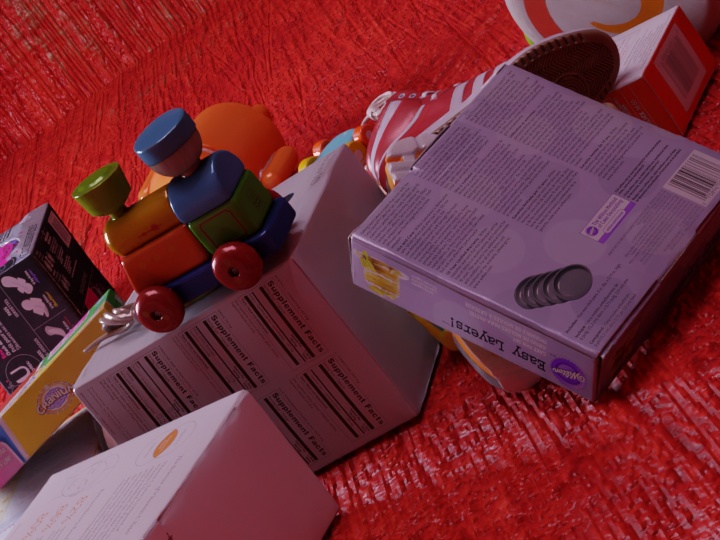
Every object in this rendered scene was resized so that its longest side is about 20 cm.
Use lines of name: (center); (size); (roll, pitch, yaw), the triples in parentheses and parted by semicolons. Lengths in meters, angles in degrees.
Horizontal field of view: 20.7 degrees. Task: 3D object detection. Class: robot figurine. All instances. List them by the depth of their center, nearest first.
robot figurine: (-0.148, -0.097, 2.042); (0.200, 0.144, 0.117); (-59, -6, -52)

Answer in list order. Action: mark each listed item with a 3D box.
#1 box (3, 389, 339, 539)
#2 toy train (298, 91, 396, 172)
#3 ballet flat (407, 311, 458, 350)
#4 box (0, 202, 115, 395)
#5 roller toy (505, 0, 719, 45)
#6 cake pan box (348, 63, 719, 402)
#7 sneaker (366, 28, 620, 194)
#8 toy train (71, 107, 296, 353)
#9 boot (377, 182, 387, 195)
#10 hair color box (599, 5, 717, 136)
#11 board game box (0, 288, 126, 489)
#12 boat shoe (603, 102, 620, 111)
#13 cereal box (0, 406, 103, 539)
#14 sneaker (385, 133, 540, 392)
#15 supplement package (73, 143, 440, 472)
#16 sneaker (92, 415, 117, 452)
box: (-0.139, 0.188, 1.265); (0.200, 0.106, 0.152); (-25, 20, 37)
toy train: (0.014, -0.094, 1.816); (0.150, 0.056, 0.200); (-34, 20, 7)
ballet flat: (0.073, -0.014, 1.423); (0.200, 0.067, 0.067); (-67, 3, -57)
box: (-0.345, 0.031, 2.069); (0.115, 0.132, 0.200); (-34, 16, 6)
roller toy: (0.213, -0.265, 1.593); (0.200, 0.182, 0.140); (-6, 46, 25)
cake pan box: (0.121, -0.032, 1.243); (0.184, 0.052, 0.200); (26, 55, 22)
sneaker: (0.091, -0.120, 1.465); (0.200, 0.071, 0.112); (-34, 21, -10)
toy train: (-0.152, -0.021, 1.323); (0.200, 0.116, 0.085); (-28, 22, 29)
boot: (0.010, -0.032, 1.616); (0.200, 0.077, 0.155); (-21, 27, 26)
hair color box: (0.170, -0.119, 1.539); (0.200, 0.064, 0.111); (-22, 24, 38)
board game box: (-0.262, 0.108, 1.630); (0.200, 0.040, 0.153); (-47, 7, -1)
boat shoe: (0.142, -0.042, 1.383); (0.071, 0.065, 0.200); (-21, 23, 44)
cereal box: (-0.259, 0.185, 1.641); (0.144, 0.040, 0.200); (-33, 17, 15)
sneaker: (0.071, 0.002, 1.307); (0.078, 0.077, 0.200); (-11, 54, -16)
supplement package: (-0.064, 0.047, 1.419); (0.200, 0.147, 0.191); (-31, 18, 24)
sneaker: (-0.145, 0.093, 1.651); (0.089, 0.077, 0.200); (6, 32, 19)
